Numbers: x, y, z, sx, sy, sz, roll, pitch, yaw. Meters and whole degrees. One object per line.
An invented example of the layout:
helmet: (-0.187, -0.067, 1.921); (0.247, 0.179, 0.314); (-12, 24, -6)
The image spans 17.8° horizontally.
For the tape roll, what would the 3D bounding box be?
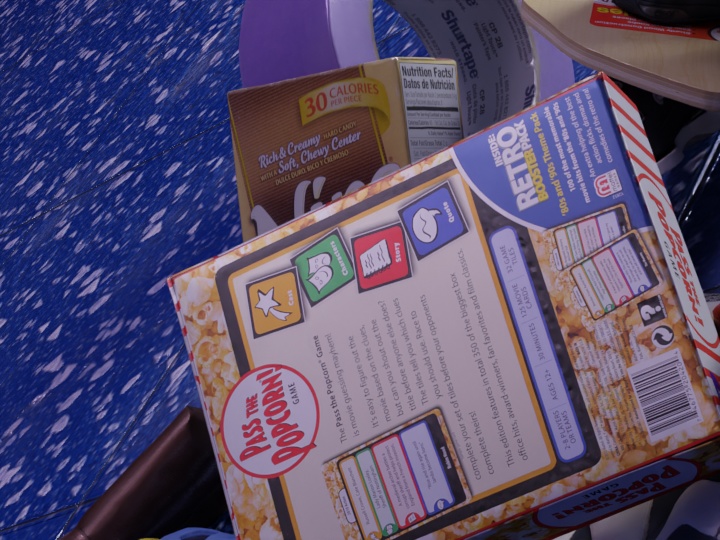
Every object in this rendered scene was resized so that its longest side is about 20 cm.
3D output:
tape roll: (0.030, -0.120, 1.365); (0.085, 0.200, 0.201); (-22, 27, 45)

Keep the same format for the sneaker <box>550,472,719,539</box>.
sneaker: (0.112, 0.104, 0.919); (0.199, 0.080, 0.130); (-35, 19, 21)

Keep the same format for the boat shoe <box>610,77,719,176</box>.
boat shoe: (0.137, -0.074, 1.187); (0.074, 0.061, 0.200); (-28, 5, 37)

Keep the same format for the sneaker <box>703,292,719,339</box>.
sneaker: (0.098, 0.082, 1.020); (0.199, 0.078, 0.082); (-34, 12, 2)

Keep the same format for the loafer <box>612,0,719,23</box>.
loafer: (0.220, -0.176, 1.185); (0.199, 0.073, 0.073); (-12, 31, -30)

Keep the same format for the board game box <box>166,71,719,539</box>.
board game box: (0.034, 0.035, 0.890); (0.199, 0.046, 0.153); (-24, 67, 18)

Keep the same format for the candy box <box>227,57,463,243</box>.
candy box: (0.000, 0.000, 1.167); (0.115, 0.202, 0.055); (-8, -2, 38)

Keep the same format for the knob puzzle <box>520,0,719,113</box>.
knob puzzle: (0.178, -0.113, 1.169); (0.218, 0.031, 0.220); (4, 26, -2)

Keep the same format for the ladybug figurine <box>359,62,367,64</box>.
ladybug figurine: (0.017, -0.010, 1.235); (0.135, 0.202, 0.072); (0, 2, 37)

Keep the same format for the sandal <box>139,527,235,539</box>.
sandal: (-0.049, 0.155, 1.072); (0.086, 0.080, 0.200); (-16, 5, -21)

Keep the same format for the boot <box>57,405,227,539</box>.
boot: (-0.146, 0.137, 1.263); (0.200, 0.064, 0.186); (-42, -22, -1)
